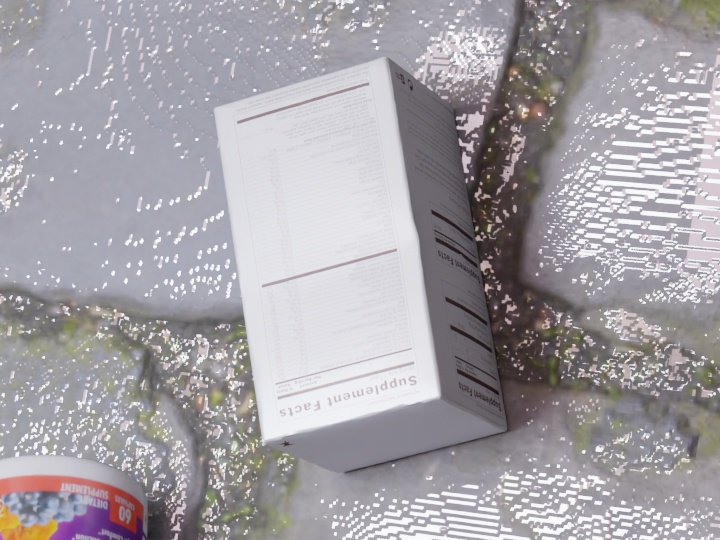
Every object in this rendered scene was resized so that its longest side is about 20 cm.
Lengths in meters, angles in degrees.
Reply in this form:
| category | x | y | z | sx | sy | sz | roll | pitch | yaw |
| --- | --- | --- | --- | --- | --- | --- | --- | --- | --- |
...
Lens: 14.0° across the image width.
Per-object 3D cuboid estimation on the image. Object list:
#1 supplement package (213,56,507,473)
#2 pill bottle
| category | x | y | z | sx | sy | sz | roll | pitch | yaw |
| --- | --- | --- | --- | --- | --- | --- | --- | --- | --- |
| supplement package | 0.000 | 0.000 | 1.663 | 0.113 | 0.110 | 0.201 | -15 | 72 | 20 |
| pill bottle | -0.179 | 0.215 | 1.667 | 0.111 | 0.111 | 0.200 | -12 | 60 | 21 |
